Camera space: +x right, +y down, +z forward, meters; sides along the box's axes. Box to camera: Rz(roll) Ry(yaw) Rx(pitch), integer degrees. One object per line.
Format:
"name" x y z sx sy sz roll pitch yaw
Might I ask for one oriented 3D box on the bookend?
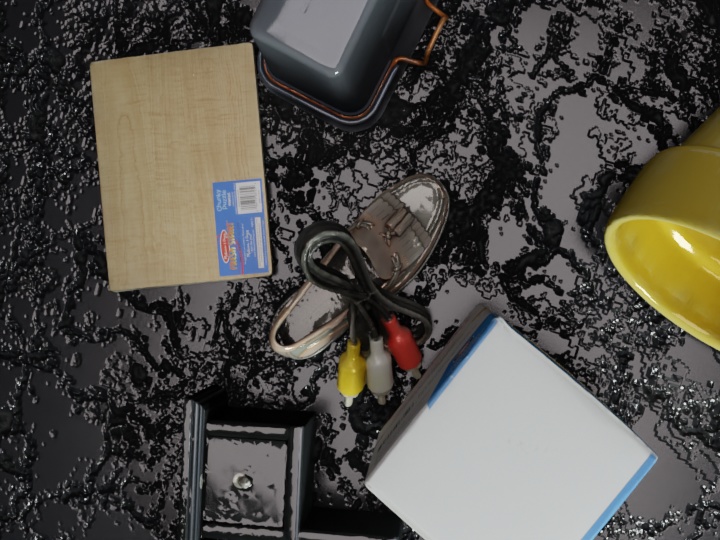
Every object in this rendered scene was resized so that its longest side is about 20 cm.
"bookend" -0.046 0.208 0.803 0.196 0.092 0.203 4 91 5

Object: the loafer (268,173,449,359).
"loafer" 0.000 0.000 0.811 0.072 0.063 0.200 45 95 5

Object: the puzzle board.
"puzzle board" -0.157 -0.089 0.852 0.147 0.017 0.205 -5 90 5

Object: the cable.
"cable" 0.011 0.034 0.767 0.096 0.202 0.051 -23 51 -5

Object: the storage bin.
"storage bin" -0.002 -0.224 0.775 0.144 0.134 0.203 28 94 5

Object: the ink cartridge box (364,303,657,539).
"ink cartridge box" 0.105 0.129 0.732 0.144 0.200 0.148 39 94 2

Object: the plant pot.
"plant pot" 0.313 -0.053 0.722 0.199 0.201 0.190 35 78 5
